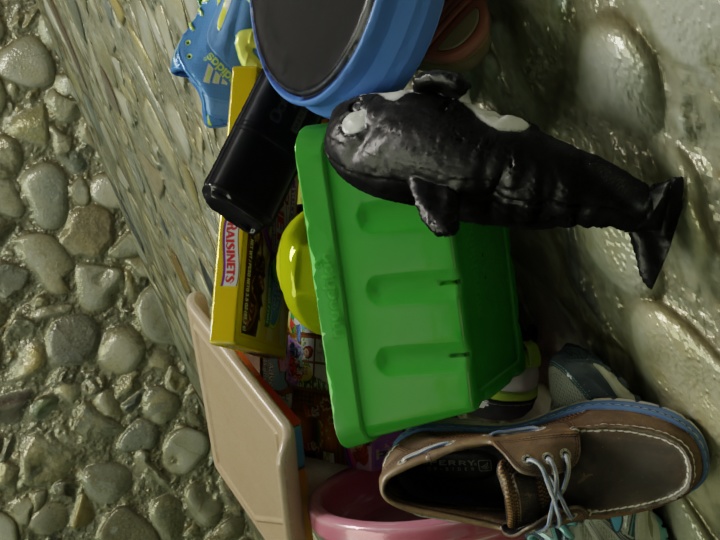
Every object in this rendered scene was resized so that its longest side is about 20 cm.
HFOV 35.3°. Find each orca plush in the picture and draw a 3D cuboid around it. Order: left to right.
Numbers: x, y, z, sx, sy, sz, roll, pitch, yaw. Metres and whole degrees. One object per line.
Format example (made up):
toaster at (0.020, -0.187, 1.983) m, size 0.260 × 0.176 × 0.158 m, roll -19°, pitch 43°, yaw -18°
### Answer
orca plush at (0.061, -0.033, 0.591) m, size 0.198 × 0.072 × 0.106 m, roll 27°, pitch 148°, yaw 9°

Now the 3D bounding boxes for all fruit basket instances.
fruit basket at (0.000, 0.000, 0.757) m, size 0.213 × 0.155 × 0.219 m, roll 7°, pitch 105°, yaw 28°

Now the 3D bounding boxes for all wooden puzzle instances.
wooden puzzle at (-0.082, 0.138, 0.895) m, size 0.200 × 0.037 × 0.187 m, roll 50°, pitch 151°, yaw 46°

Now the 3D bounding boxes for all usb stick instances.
usb stick at (-0.049, -0.119, 0.784) m, size 0.055 × 0.202 × 0.033 m, roll 31°, pitch 156°, yaw -18°

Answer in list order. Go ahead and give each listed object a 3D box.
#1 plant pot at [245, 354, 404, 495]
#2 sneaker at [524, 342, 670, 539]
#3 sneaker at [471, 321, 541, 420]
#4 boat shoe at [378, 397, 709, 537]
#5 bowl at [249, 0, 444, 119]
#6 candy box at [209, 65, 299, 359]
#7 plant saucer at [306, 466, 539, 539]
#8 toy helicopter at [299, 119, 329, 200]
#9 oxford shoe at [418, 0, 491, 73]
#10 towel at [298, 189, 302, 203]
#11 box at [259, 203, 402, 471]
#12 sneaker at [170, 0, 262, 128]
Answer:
plant pot at (0.004, 0.105, 1.007) m, size 0.199 × 0.185 × 0.189 m, roll -24°, pitch 92°, yaw 59°
sneaker at (0.146, 0.144, 0.730) m, size 0.077 × 0.085 × 0.202 m, roll 35°, pitch 146°, yaw 60°
sneaker at (0.080, 0.033, 0.853) m, size 0.200 × 0.071 × 0.084 m, roll 42°, pitch 129°, yaw 51°
boat shoe at (0.104, 0.125, 0.671) m, size 0.072 × 0.197 × 0.073 m, roll -32°, pitch -70°, yaw -64°
bowl at (-0.013, -0.190, 0.658) m, size 0.200 × 0.039 × 0.204 m, roll -4°, pitch 86°, yaw 61°
candy box at (-0.075, -0.040, 0.848) m, size 0.102 × 0.026 × 0.204 m, roll 32°, pitch -120°, yaw -72°
plant saucer at (0.060, 0.177, 0.841) m, size 0.200 × 0.197 × 0.052 m, roll -175°, pitch 74°, yaw -71°
toy helicopter at (0.006, -0.060, 0.939) m, size 0.199 × 0.078 × 0.134 m, roll 10°, pitch 116°, yaw 58°
oxford shoe at (0.031, -0.158, 0.713) m, size 0.074 × 0.071 × 0.200 m, roll 48°, pitch 179°, yaw -37°
towel at (-0.097, -0.153, 1.149) m, size 0.201 × 0.022 × 0.145 m, roll -124°, pitch 18°, yaw -44°
box at (-0.026, 0.048, 0.902) m, size 0.136 × 0.039 × 0.204 m, roll 2°, pitch 93°, yaw 46°
sneaker at (-0.112, -0.210, 0.933) m, size 0.076 × 0.103 × 0.203 m, roll 180°, pitch 79°, yaw -79°
